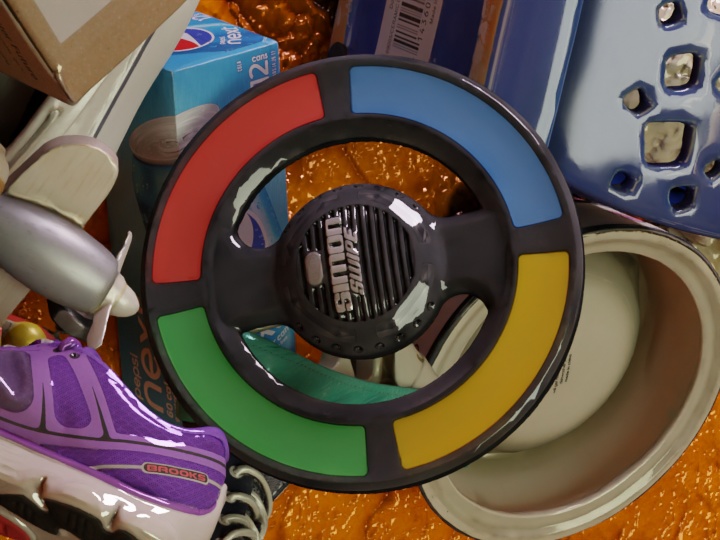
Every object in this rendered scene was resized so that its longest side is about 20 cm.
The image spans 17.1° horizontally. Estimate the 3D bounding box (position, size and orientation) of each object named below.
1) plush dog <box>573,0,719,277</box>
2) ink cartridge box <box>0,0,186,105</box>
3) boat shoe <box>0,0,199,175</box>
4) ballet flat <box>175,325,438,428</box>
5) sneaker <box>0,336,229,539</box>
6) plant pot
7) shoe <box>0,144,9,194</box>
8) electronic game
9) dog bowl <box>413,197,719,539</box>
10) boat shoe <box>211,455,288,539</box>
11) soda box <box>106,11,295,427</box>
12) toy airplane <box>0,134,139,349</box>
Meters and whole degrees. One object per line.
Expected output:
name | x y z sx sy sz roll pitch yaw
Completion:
plush dog | 0.202 -0.085 1.340 0.172 0.160 0.200 30 86 -20
ink cartridge box | -0.175 -0.177 0.944 0.075 0.165 0.200 -44 131 -18
boat shoe | -0.129 -0.115 1.079 0.066 0.072 0.200 19 102 -48
ballet flat | -0.006 0.055 1.162 0.200 0.067 0.070 11 85 -47
sneaker | -0.147 0.056 0.964 0.081 0.200 0.083 116 -1 -57
plant pot | 0.100 -0.134 1.185 0.180 0.200 0.200 4 105 -34
shoe | -0.206 -0.109 0.958 0.053 0.070 0.200 -45 98 -9
electronic game | 0.000 0.000 1.067 0.200 0.200 0.042 -59 166 -6
dog bowl | 0.100 0.048 1.310 0.200 0.074 0.200 -15 126 -22
boat shoe | -0.068 0.129 1.208 0.200 0.093 0.075 -42 130 -20
soda box | -0.078 -0.017 1.159 0.064 0.068 0.200 -21 120 -34
toy airplane | -0.187 0.046 1.038 0.199 0.141 0.200 -14 132 -15
